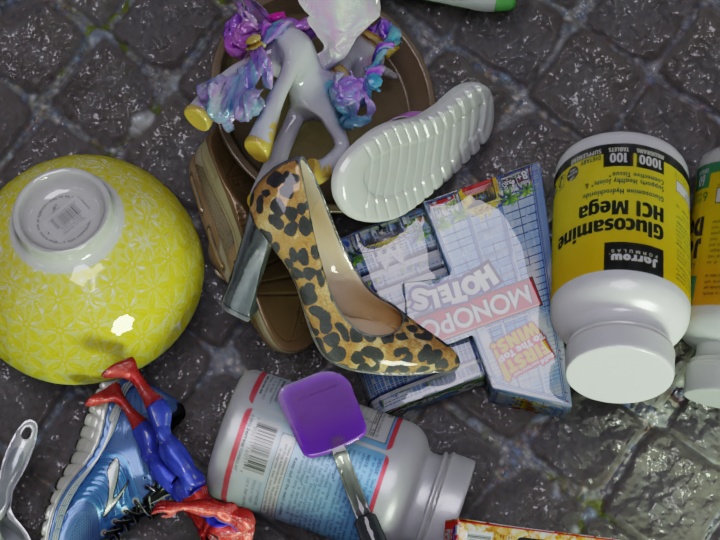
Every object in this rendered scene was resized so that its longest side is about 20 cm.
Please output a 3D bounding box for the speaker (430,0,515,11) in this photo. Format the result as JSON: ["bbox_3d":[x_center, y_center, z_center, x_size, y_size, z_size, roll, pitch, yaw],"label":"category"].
[{"bbox_3d":[0.041,-0.277,1.717,0.198,0.088,0.089,12,77,3],"label":"speaker"}]

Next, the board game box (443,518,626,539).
[{"bbox_3d":[0.157,0.276,1.533,0.198,0.046,0.153,9,80,-9],"label":"board game box"}]

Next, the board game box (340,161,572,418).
[{"bbox_3d":[0.088,0.041,1.656,0.199,0.062,0.201,-20,77,-4],"label":"board game box"}]

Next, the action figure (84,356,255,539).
[{"bbox_3d":[-0.155,0.172,1.548,0.099,0.065,0.200,-30,73,-41],"label":"action figure"}]

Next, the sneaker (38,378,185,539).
[{"bbox_3d":[-0.197,0.183,1.618,0.089,0.079,0.201,19,78,7],"label":"sneaker"}]

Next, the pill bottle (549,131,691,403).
[{"bbox_3d":[0.207,-0.001,1.608,0.111,0.113,0.201,4,56,1],"label":"pill bottle"}]

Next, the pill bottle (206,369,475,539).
[{"bbox_3d":[-0.015,0.159,1.605,0.199,0.109,0.109,19,78,4],"label":"pill bottle"}]

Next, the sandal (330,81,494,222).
[{"bbox_3d":[0.036,-0.096,1.649,0.050,0.083,0.202,17,31,37],"label":"sandal"}]

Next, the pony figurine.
[{"bbox_3d":[-0.053,-0.170,1.607,0.166,0.193,0.201,3,49,44],"label":"pony figurine"}]

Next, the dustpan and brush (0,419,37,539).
[{"bbox_3d":[-0.300,0.216,1.619,0.139,0.057,0.201,21,78,5],"label":"dustpan and brush"}]

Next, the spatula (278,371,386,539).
[{"bbox_3d":[-0.003,0.172,1.537,0.056,0.021,0.201,-22,82,-5],"label":"spatula"}]

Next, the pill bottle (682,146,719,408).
[{"bbox_3d":[0.316,0.009,1.635,0.112,0.113,0.202,9,78,3],"label":"pill bottle"}]

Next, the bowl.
[{"bbox_3d":[-0.229,-0.021,1.622,0.198,0.108,0.201,-2,60,3],"label":"bowl"}]

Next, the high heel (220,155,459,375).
[{"bbox_3d":[0.000,0.000,1.566,0.199,0.072,0.143,20,117,-2],"label":"high heel"}]

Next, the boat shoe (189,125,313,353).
[{"bbox_3d":[-0.089,-0.019,1.672,0.071,0.064,0.201,-5,69,-37],"label":"boat shoe"}]

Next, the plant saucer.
[{"bbox_3d":[-0.033,-0.140,1.686,0.198,0.029,0.202,6,70,-19],"label":"plant saucer"}]
